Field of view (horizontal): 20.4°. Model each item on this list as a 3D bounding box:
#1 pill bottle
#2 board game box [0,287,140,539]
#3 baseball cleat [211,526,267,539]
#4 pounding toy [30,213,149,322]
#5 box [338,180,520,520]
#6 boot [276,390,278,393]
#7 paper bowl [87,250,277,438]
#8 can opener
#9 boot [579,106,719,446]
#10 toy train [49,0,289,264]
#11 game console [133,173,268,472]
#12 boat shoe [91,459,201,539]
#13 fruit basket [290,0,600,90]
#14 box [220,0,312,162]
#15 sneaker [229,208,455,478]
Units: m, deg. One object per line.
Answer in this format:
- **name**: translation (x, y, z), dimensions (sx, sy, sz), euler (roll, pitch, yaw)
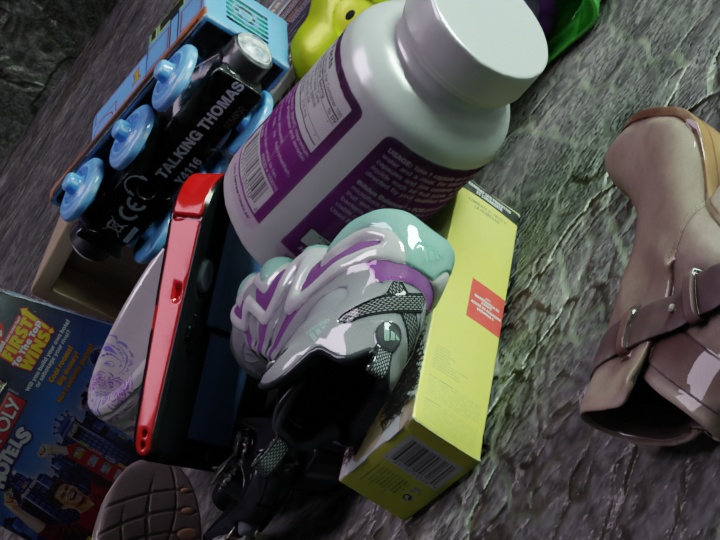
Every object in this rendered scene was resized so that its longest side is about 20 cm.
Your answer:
- **pill bottle**: translation (0.016, -0.083, 1.150), dimensions (0.200, 0.112, 0.113), euler (-44, 21, 38)
- **board game box**: translation (-0.239, 0.106, 1.570), dimensions (0.201, 0.199, 0.062), euler (-60, 17, -8)
- **baseball cleat**: translation (-0.077, 0.223, 1.120), dimensions (0.107, 0.069, 0.200), euler (-55, 16, 10)
- **pounding toy**: translation (-0.136, -0.052, 1.633), dimensions (0.200, 0.183, 0.143), euler (-55, 15, 39)
- **box**: translation (0.042, 0.040, 1.137), dimensions (0.075, 0.050, 0.201), euler (-44, 21, 38)
- **boot**: translation (-0.001, 0.000, 1.288), dimensions (0.144, 0.070, 0.203), euler (-164, 94, -79)
- **paper bowl**: translation (-0.106, 0.042, 1.466), dimensions (0.201, 0.104, 0.201), euler (-52, 17, 23)
- **can opener**: translation (-0.067, 0.143, 1.249), dimensions (0.200, 0.078, 0.064), euler (-48, 20, 61)
- **boot**: translation (0.138, 0.005, 0.890), dimensions (0.147, 0.070, 0.200), euler (-63, 17, -10)
- **toy train**: translation (-0.124, -0.093, 1.300), dimensions (0.200, 0.086, 0.115), euler (-46, 26, 28)
- **game console**: translation (-0.086, 0.038, 1.268), dimensions (0.200, 0.031, 0.179), euler (31, -114, -73)
- **boat shoe**: translation (-0.153, 0.220, 1.303), dimensions (0.073, 0.074, 0.201), euler (132, 152, -52)
- **fruit basket**: translation (0.039, -0.191, 1.288), dimensions (0.155, 0.215, 0.217), euler (-39, 25, 47)
- **box**: translation (-0.069, -0.116, 1.416), dimensions (0.200, 0.048, 0.158), euler (-52, 20, -4)
- **sneaker**: translation (-0.035, 0.057, 1.103), dimensions (0.200, 0.077, 0.141), euler (-38, 26, 54)
